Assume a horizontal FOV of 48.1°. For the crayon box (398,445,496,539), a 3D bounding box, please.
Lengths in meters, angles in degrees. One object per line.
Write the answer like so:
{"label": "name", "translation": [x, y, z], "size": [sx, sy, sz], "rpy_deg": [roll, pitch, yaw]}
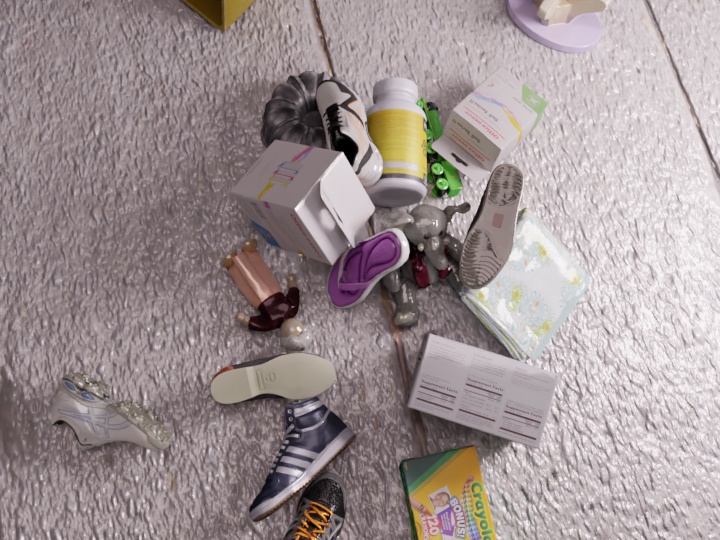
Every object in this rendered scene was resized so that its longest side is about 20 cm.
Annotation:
{"label": "crayon box", "translation": [0.135, 0.377, 1.206], "size": [0.116, 0.058, 0.204], "rpy_deg": [-10, 70, -7]}

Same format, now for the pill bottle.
{"label": "pill bottle", "translation": [0.059, -0.221, 1.387], "size": [0.109, 0.112, 0.205], "rpy_deg": [2, 75, -2]}

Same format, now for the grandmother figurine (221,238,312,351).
{"label": "grandmother figurine", "translation": [-0.149, 0.051, 1.313], "size": [0.121, 0.061, 0.201], "rpy_deg": [-38, 73, -6]}

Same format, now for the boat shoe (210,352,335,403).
{"label": "boat shoe", "translation": [-0.138, 0.170, 1.266], "size": [0.195, 0.063, 0.073], "rpy_deg": [-9, 88, -7]}

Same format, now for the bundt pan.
{"label": "bundt pan", "translation": [-0.081, -0.266, 1.425], "size": [0.197, 0.076, 0.206], "rpy_deg": [1, 70, -3]}

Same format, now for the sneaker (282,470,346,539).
{"label": "sneaker", "translation": [-0.075, 0.390, 1.180], "size": [0.077, 0.078, 0.203], "rpy_deg": [22, 68, 7]}

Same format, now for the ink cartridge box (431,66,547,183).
{"label": "ink cartridge box", "translation": [0.227, -0.257, 1.422], "size": [0.117, 0.068, 0.200], "rpy_deg": [39, 60, 11]}

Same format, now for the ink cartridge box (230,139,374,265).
{"label": "ink cartridge box", "translation": [-0.083, -0.109, 1.289], "size": [0.198, 0.129, 0.126], "rpy_deg": [18, 62, 44]}

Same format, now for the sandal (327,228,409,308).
{"label": "sandal", "translation": [-0.003, -0.007, 1.275], "size": [0.049, 0.202, 0.084], "rpy_deg": [-9, 66, -44]}

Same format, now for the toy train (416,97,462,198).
{"label": "toy train", "translation": [0.134, -0.221, 1.440], "size": [0.055, 0.042, 0.204], "rpy_deg": [-8, 70, -17]}

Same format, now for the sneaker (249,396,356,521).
{"label": "sneaker", "translation": [-0.112, 0.278, 1.222], "size": [0.199, 0.070, 0.109], "rpy_deg": [-38, 81, -23]}

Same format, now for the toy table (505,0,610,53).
{"label": "toy table", "translation": [0.376, -0.514, 1.522], "size": [0.197, 0.118, 0.186], "rpy_deg": [22, 69, 6]}

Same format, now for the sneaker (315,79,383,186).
{"label": "sneaker", "translation": [-0.027, -0.236, 1.321], "size": [0.073, 0.080, 0.203], "rpy_deg": [-35, 66, 23]}

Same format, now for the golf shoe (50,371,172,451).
{"label": "golf shoe", "translation": [-0.383, 0.239, 1.233], "size": [0.197, 0.078, 0.099], "rpy_deg": [28, 87, 13]}

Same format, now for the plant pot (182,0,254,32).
{"label": "plant pot", "translation": [-0.253, -0.613, 1.489], "size": [0.193, 0.196, 0.200], "rpy_deg": [38, 64, 11]}

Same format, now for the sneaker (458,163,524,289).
{"label": "sneaker", "translation": [0.208, -0.058, 1.276], "size": [0.073, 0.106, 0.203], "rpy_deg": [21, 81, 7]}

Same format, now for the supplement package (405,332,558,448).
{"label": "supplement package", "translation": [0.177, 0.176, 1.220], "size": [0.196, 0.156, 0.113], "rpy_deg": [18, 87, 3]}

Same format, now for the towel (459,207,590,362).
{"label": "towel", "translation": [0.270, 0.027, 1.315], "size": [0.171, 0.048, 0.201], "rpy_deg": [46, 71, -16]}

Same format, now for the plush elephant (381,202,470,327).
{"label": "plush elephant", "translation": [0.109, -0.038, 1.306], "size": [0.161, 0.155, 0.203], "rpy_deg": [-16, 71, -9]}
